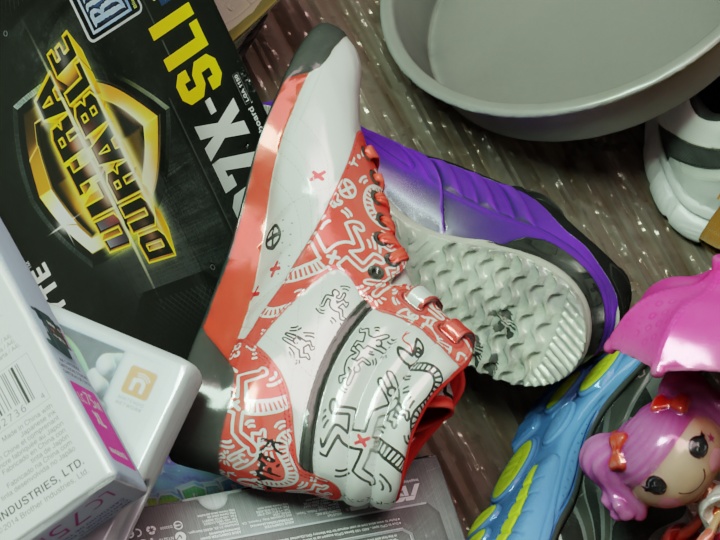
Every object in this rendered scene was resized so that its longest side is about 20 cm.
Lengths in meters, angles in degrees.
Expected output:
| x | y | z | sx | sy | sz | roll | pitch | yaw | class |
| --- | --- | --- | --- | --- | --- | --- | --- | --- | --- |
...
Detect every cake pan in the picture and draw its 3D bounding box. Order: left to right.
| x | y | z | sx | sy | sz | roll | pitch | yaw | class |
| --- | --- | --- | --- | --- | --- | --- | --- | --- | --- |
| 0.108 | -0.137 | 1.327 | 0.199 | 0.037 | 0.201 | -14 | 46 | 15 | cake pan |

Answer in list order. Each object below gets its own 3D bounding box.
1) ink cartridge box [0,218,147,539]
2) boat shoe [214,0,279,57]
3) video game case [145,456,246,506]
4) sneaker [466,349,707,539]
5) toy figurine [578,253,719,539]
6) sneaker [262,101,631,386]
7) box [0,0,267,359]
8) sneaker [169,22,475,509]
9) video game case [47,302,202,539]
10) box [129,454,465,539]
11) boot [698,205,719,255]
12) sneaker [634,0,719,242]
| x | y | z | sx | sy | sz | roll | pitch | yaw | class |
| --- | --- | --- | --- | --- | --- | --- | --- | --- | --- |
| -0.176 | 0.031 | 1.066 | 0.119 | 0.042 | 0.201 | -34 | 71 | 8 | ink cartridge box |
| -0.102 | -0.086 | 1.275 | 0.200 | 0.065 | 0.073 | -39 | 76 | -13 | boat shoe |
| -0.047 | 0.136 | 1.171 | 0.142 | 0.018 | 0.201 | -11 | 61 | -22 | video game case |
| 0.108 | 0.093 | 1.224 | 0.083 | 0.071 | 0.200 | 44 | 50 | -13 | sneaker |
| 0.162 | 0.089 | 1.147 | 0.184 | 0.200 | 0.150 | 48 | 12 | -2 | toy figurine |
| 0.035 | -0.016 | 1.271 | 0.199 | 0.070 | 0.099 | 32 | 28 | 22 | sneaker |
| -0.112 | -0.050 | 1.174 | 0.160 | 0.049 | 0.201 | -39 | 111 | -40 | box |
| 0.000 | 0.001 | 1.155 | 0.107 | 0.067 | 0.203 | 15 | 64 | 4 | sneaker |
| -0.185 | 0.084 | 1.089 | 0.199 | 0.023 | 0.183 | 21 | 77 | 19 | video game case |
| -0.042 | 0.166 | 1.111 | 0.199 | 0.048 | 0.159 | -9 | 62 | -19 | box |
| 0.197 | -0.066 | 1.246 | 0.071 | 0.144 | 0.201 | 41 | 6 | -28 | boot |
| 0.157 | -0.114 | 1.359 | 0.073 | 0.080 | 0.201 | -10 | 59 | -20 | sneaker |
